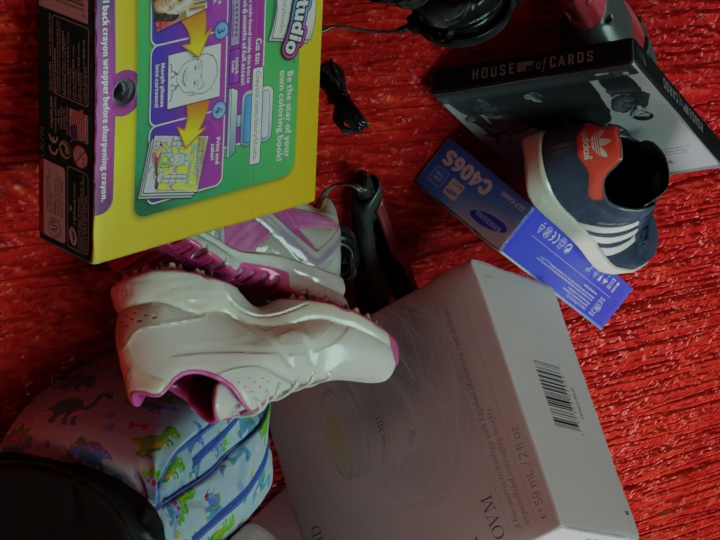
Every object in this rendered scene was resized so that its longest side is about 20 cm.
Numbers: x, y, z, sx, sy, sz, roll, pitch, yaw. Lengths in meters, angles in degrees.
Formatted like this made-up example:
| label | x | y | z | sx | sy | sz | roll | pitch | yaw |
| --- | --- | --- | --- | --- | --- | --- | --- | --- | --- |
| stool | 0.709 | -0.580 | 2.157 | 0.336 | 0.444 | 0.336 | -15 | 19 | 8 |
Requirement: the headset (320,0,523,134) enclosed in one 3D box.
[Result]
| label | x | y | z | sx | sy | sz | roll | pitch | yaw |
| --- | --- | --- | --- | --- | --- | --- | --- | --- | --- |
| headset | 0.047 | -0.175 | 1.385 | 0.200 | 0.094 | 0.123 | -40 | 139 | 21 |

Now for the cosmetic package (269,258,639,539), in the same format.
| label | x | y | z | sx | sy | sz | roll | pitch | yaw |
| --- | --- | --- | --- | --- | --- | --- | --- | --- | --- |
| cosmetic package | 0.057 | 0.131 | 1.552 | 0.199 | 0.201 | 0.123 | -30 | 155 | 26 |

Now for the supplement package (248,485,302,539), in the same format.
| label | x | y | z | sx | sy | sz | roll | pitch | yaw |
| --- | --- | --- | --- | --- | --- | --- | --- | --- | --- |
| supplement package | 0.014 | 0.202 | 1.707 | 0.200 | 0.120 | 0.121 | -44 | 150 | -10 |

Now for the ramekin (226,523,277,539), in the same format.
| label | x | y | z | sx | sy | sz | roll | pitch | yaw |
| --- | --- | --- | --- | --- | --- | --- | --- | --- | --- |
| ramekin | -0.105 | 0.255 | 1.427 | 0.200 | 0.098 | 0.200 | -42 | 179 | -1 |

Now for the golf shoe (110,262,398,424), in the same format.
| label | x | y | z | sx | sy | sz | roll | pitch | yaw |
| --- | --- | --- | --- | --- | --- | --- | --- | --- | --- |
| golf shoe | -0.066 | 0.058 | 1.378 | 0.198 | 0.092 | 0.075 | 12 | 155 | -27 |

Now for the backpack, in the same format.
| label | x | y | z | sx | sy | sz | roll | pitch | yaw |
| --- | --- | --- | --- | --- | --- | --- | --- | --- | --- |
| backpack | -0.138 | 0.122 | 1.416 | 0.199 | 0.162 | 0.155 | -13 | 111 | -54 |

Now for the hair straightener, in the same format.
| label | x | y | z | sx | sy | sz | roll | pitch | yaw |
| --- | --- | --- | --- | --- | --- | --- | --- | --- | --- |
| hair straightener | 0.000 | 0.000 | 1.560 | 0.077 | 0.041 | 0.201 | -40 | 151 | -15 |

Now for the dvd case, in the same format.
| label | x | y | z | sx | sy | sz | roll | pitch | yaw |
| --- | --- | --- | --- | --- | --- | --- | --- | --- | --- |
| dvd case | 0.158 | -0.107 | 1.572 | 0.200 | 0.149 | 0.025 | 34 | 53 | -58 |

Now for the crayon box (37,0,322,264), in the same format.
| label | x | y | z | sx | sy | sz | roll | pitch | yaw |
| --- | --- | --- | --- | --- | --- | --- | --- | --- | --- |
| crayon box | -0.101 | -0.123 | 1.266 | 0.172 | 0.058 | 0.202 | -18 | 121 | -42 |

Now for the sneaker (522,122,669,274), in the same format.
| label | x | y | z | sx | sy | sz | roll | pitch | yaw |
| --- | --- | --- | --- | --- | --- | --- | --- | --- | --- |
| sneaker | 0.191 | -0.052 | 1.582 | 0.084 | 0.076 | 0.200 | -15 | 160 | 24 |

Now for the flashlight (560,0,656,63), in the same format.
| label | x | y | z | sx | sy | sz | roll | pitch | yaw |
| --- | --- | --- | --- | --- | --- | --- | --- | --- | --- |
| flashlight | 0.149 | -0.188 | 1.525 | 0.068 | 0.068 | 0.200 | -45 | 148 | -1 |

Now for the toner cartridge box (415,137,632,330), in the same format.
| label | x | y | z | sx | sy | sz | roll | pitch | yaw |
| --- | --- | --- | --- | --- | --- | --- | --- | --- | --- |
| toner cartridge box | 0.124 | -0.025 | 1.642 | 0.043 | 0.095 | 0.200 | -52 | 147 | 3 |

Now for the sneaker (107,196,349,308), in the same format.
| label | x | y | z | sx | sy | sz | roll | pitch | yaw |
| --- | --- | --- | --- | --- | --- | --- | --- | --- | --- |
| sneaker | -0.089 | -0.030 | 1.402 | 0.199 | 0.081 | 0.089 | 23 | 61 | -42 |
